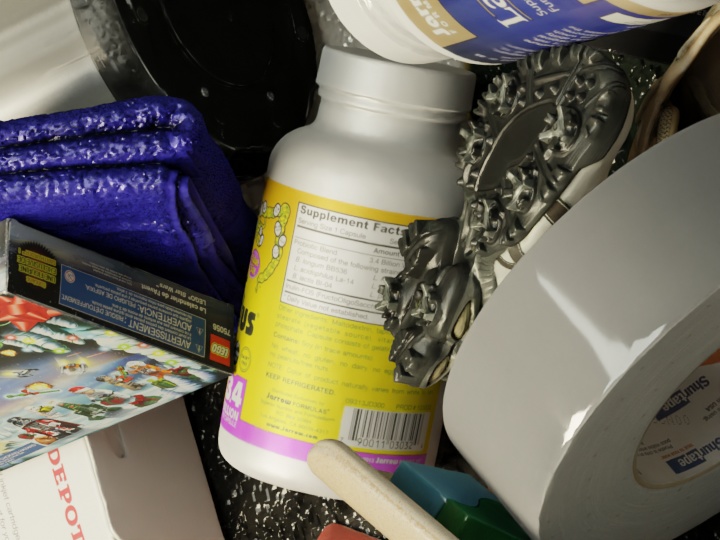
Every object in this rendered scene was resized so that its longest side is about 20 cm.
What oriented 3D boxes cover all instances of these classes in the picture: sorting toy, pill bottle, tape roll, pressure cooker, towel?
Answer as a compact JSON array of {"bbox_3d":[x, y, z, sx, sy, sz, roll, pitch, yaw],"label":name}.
[{"bbox_3d":[0.091,0.135,1.140,0.185,0.200,0.037,38,97,35],"label":"sorting toy"},{"bbox_3d":[0.000,0.000,1.277,0.104,0.104,0.201,17,100,40],"label":"pill bottle"},{"bbox_3d":[0.132,0.028,1.099,0.066,0.200,0.200,51,120,27],"label":"tape roll"},{"bbox_3d":[0.072,-0.147,1.127,0.200,0.115,0.116,-12,81,58],"label":"pill bottle"},{"bbox_3d":[-0.146,-0.098,1.348,0.200,0.179,0.176,-23,89,32],"label":"pressure cooker"},{"bbox_3d":[-0.123,-0.012,1.273,0.147,0.200,0.050,-10,67,6],"label":"towel"}]

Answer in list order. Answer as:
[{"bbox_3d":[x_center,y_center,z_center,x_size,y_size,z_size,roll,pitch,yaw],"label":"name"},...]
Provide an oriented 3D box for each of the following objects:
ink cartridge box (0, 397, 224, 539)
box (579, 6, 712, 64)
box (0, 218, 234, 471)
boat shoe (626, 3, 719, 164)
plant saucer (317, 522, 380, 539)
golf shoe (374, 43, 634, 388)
[{"bbox_3d":[-0.180,0.116,1.443,0.200,0.084,0.145,-30,70,37],"label":"ink cartridge box"},{"bbox_3d":[0.155,-0.187,1.186,0.200,0.050,0.199,16,101,39],"label":"box"},{"bbox_3d":[-0.175,0.043,1.290,0.200,0.137,0.040,-24,56,40],"label":"box"},{"bbox_3d":[0.141,-0.052,1.141,0.071,0.064,0.200,38,140,18],"label":"boat shoe"},{"bbox_3d":[0.027,0.241,1.293,0.200,0.037,0.200,17,100,41],"label":"plant saucer"},{"bbox_3d":[0.082,-0.021,1.164,0.200,0.094,0.078,124,149,-49],"label":"golf shoe"}]
